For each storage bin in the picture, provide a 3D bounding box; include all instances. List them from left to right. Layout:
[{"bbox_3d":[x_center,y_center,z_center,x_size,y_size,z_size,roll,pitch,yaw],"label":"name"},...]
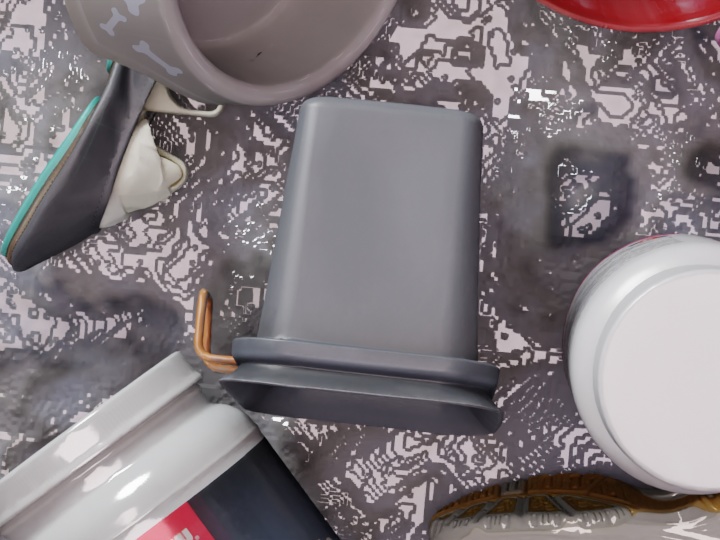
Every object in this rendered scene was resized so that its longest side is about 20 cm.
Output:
[{"bbox_3d":[0.000,0.000,1.116,0.145,0.200,0.134,6,82,3],"label":"storage bin"}]

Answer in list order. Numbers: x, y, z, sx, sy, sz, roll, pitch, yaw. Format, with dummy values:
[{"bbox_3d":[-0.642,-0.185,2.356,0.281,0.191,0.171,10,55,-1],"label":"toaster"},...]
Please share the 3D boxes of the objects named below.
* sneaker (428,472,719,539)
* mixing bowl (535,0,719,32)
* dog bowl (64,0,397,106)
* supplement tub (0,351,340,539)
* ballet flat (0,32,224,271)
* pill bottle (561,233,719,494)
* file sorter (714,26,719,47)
[{"bbox_3d":[0.133,0.147,1.166,0.200,0.076,0.088,-2,103,9],"label":"sneaker"},{"bbox_3d":[0.130,-0.223,1.118,0.200,0.108,0.200,-3,115,-7],"label":"mixing bowl"},{"bbox_3d":[-0.048,-0.167,1.101,0.059,0.200,0.200,21,94,38],"label":"dog bowl"},{"bbox_3d":[-0.077,0.154,1.144,0.140,0.140,0.200,-37,90,4],"label":"supplement tub"},{"bbox_3d":[-0.106,-0.079,1.173,0.073,0.073,0.200,27,91,2],"label":"ballet flat"},{"bbox_3d":[0.151,0.042,1.097,0.113,0.200,0.113,0,92,3],"label":"pill bottle"},{"bbox_3d":[0.272,-0.060,1.094,0.139,0.125,0.200,-34,75,11],"label":"file sorter"}]
